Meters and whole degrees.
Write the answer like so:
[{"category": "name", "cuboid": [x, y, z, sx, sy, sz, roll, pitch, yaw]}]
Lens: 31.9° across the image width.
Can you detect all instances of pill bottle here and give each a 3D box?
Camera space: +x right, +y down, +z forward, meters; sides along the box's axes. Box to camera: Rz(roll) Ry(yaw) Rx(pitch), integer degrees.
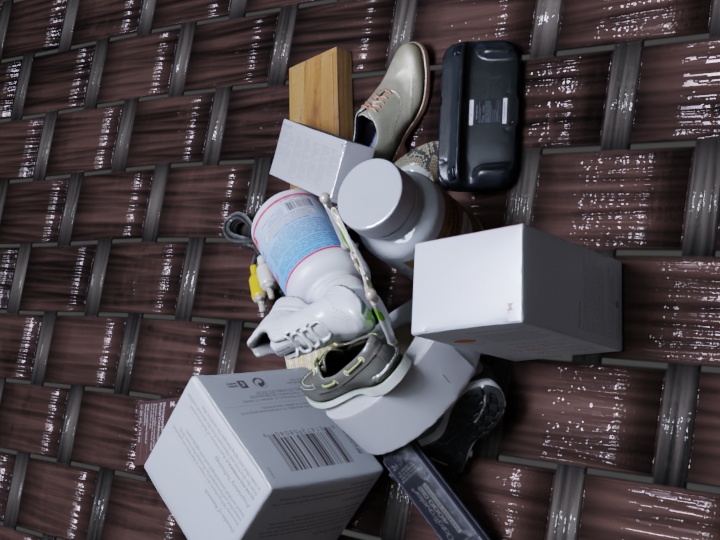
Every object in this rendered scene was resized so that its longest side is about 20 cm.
[{"category": "pill bottle", "cuboid": [0.062, -0.056, 1.527, 0.114, 0.200, 0.115, -13, 64, 29]}, {"category": "pill bottle", "cuboid": [-0.061, -0.009, 1.662, 0.109, 0.109, 0.200, -52, 45, 20]}]

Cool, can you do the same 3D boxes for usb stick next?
[{"category": "usb stick", "cuboid": [0.100, 0.282, 1.473, 0.200, 0.033, 0.055, 51, 123, 12]}]

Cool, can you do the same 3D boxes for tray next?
[{"category": "tray", "cuboid": [-0.058, -0.211, 1.813, 0.098, 0.037, 0.201, -17, 68, 40]}]

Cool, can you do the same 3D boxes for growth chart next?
[{"category": "growth chart", "cuboid": [0.000, 0.000, 1.507, 0.018, 0.145, 0.200, -25, 50, -1]}]

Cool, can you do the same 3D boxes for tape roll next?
[{"category": "tape roll", "cuboid": [0.051, 0.123, 1.516, 0.202, 0.071, 0.203, -41, 16, 14]}]

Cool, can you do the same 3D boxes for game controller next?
[{"category": "game controller", "cuboid": [0.151, -0.197, 1.595, 0.104, 0.042, 0.201, 2, 78, 10]}]

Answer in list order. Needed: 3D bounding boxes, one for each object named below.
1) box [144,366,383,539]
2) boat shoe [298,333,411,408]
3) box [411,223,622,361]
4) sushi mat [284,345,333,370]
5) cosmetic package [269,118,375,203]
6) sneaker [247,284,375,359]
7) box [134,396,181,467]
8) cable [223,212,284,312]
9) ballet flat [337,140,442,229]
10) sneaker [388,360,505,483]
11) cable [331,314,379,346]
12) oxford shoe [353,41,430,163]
[{"category": "box", "cuboid": [-0.124, 0.251, 1.599, 0.200, 0.199, 0.172, 49, 123, 32]}, {"category": "boat shoe", "cuboid": [-0.018, 0.114, 1.475, 0.202, 0.060, 0.072, -20, 29, 56]}, {"category": "box", "cuboid": [0.177, 0.030, 1.404, 0.152, 0.200, 0.107, -9, 72, 41]}, {"category": "sushi mat", "cuboid": [-0.055, 0.204, 1.679, 0.095, 0.012, 0.201, -16, 79, 40]}, {"category": "cosmetic package", "cuboid": [-0.053, -0.146, 1.695, 0.200, 0.050, 0.083, 30, 108, 59]}, {"category": "sneaker", "cuboid": [-0.058, 0.074, 1.519, 0.200, 0.075, 0.087, -16, 23, 50]}, {"category": "box", "cuboid": [-0.240, 0.237, 1.834, 0.200, 0.075, 0.101, -11, 70, 40]}, {"category": "cable", "cuboid": [-0.146, -0.034, 1.825, 0.097, 0.050, 0.200, -47, 51, 17]}, {"category": "ballet flat", "cuboid": [0.044, -0.101, 1.656, 0.200, 0.068, 0.075, -28, 17, 37]}, {"category": "sneaker", "cuboid": [0.106, 0.192, 1.529, 0.200, 0.074, 0.079, -52, 20, 27]}, {"category": "cable", "cuboid": [0.016, 0.115, 1.662, 0.097, 0.050, 0.200, -39, 65, 9]}, {"category": "oxford shoe", "cuboid": [0.038, -0.217, 1.696, 0.071, 0.074, 0.201, 14, 88, 45]}]
